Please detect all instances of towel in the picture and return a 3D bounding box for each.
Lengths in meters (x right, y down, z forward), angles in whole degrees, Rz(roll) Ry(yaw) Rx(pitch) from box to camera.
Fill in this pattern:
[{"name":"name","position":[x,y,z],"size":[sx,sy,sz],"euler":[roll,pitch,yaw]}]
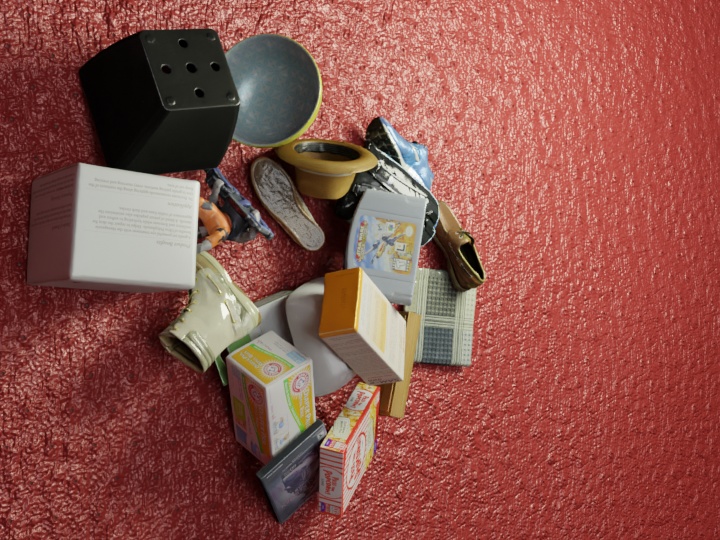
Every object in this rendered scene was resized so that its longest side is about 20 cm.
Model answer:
[{"name":"towel","position":[0.158,0.094,1.978],"size":[0.192,0.035,0.200],"euler":[8,86,-33]}]

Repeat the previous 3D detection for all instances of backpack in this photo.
[{"name":"backpack","position":[0.057,-0.124,1.849],"size":[0.200,0.154,0.163],"euler":[25,70,-11]}]

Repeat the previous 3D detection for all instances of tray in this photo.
[{"name":"tray","position":[0.058,0.180,1.850],"size":[0.037,0.099,0.200],"euler":[19,77,-34]}]

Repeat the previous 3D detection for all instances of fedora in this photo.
[{"name":"fedora","position":[-0.064,-0.180,1.731],"size":[0.200,0.201,0.082],"euler":[-11,117,-37]}]

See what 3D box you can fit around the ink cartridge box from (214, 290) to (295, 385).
[{"name":"ink cartridge box","position":[-0.188,0.117,1.694],"size":[0.200,0.059,0.104],"euler":[-24,103,-35]}]

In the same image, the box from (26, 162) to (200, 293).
[{"name":"box","position":[-0.380,-0.057,1.470],"size":[0.199,0.200,0.172],"euler":[6,83,-37]}]

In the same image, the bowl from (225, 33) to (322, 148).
[{"name":"bowl","position":[-0.156,-0.305,1.690],"size":[0.108,0.200,0.200],"euler":[23,69,-79]}]

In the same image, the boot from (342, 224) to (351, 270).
[{"name":"boot","position":[0.000,0.000,1.816],"size":[0.097,0.075,0.200],"euler":[19,117,-5]}]

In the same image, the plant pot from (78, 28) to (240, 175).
[{"name":"plant pot","position":[-0.302,-0.280,1.521],"size":[0.199,0.177,0.200],"euler":[-12,77,-37]}]

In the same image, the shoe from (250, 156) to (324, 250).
[{"name":"shoe","position":[-0.139,-0.119,1.751],"size":[0.070,0.053,0.200],"euler":[-36,107,-9]}]

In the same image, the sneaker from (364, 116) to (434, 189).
[{"name":"sneaker","position":[0.081,-0.231,1.908],"size":[0.200,0.078,0.089],"euler":[53,53,-33]}]

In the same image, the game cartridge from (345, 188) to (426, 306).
[{"name":"game cartridge","position":[0.041,-0.044,1.735],"size":[0.133,0.042,0.200],"euler":[10,82,-9]}]

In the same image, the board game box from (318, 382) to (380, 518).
[{"name":"board game box","position":[-0.020,0.321,1.732],"size":[0.200,0.046,0.152],"euler":[-54,152,-55]}]

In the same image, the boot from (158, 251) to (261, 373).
[{"name":"boot","position":[-0.280,0.057,1.580],"size":[0.200,0.072,0.155],"euler":[46,53,1]}]

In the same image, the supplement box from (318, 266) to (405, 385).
[{"name":"supplement box","position":[0.006,0.101,1.677],"size":[0.200,0.073,0.126],"euler":[50,36,-47]}]

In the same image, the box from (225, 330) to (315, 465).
[{"name":"box","position":[-0.150,0.223,1.637],"size":[0.101,0.112,0.200],"euler":[-29,134,-34]}]

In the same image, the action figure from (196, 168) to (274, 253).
[{"name":"action figure","position":[-0.255,-0.100,1.630],"size":[0.200,0.105,0.193],"euler":[51,26,19]}]

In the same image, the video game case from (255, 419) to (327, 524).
[{"name":"video game case","position":[-0.108,0.356,1.685],"size":[0.143,0.019,0.200],"euler":[-40,148,-20]}]

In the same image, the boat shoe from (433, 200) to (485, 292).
[{"name":"boat shoe","position":[0.203,-0.058,1.968],"size":[0.072,0.068,0.200],"euler":[-23,88,-39]}]

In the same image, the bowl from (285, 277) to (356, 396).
[{"name":"bowl","position":[-0.046,0.114,1.736],"size":[0.200,0.075,0.200],"euler":[-31,109,-65]}]
